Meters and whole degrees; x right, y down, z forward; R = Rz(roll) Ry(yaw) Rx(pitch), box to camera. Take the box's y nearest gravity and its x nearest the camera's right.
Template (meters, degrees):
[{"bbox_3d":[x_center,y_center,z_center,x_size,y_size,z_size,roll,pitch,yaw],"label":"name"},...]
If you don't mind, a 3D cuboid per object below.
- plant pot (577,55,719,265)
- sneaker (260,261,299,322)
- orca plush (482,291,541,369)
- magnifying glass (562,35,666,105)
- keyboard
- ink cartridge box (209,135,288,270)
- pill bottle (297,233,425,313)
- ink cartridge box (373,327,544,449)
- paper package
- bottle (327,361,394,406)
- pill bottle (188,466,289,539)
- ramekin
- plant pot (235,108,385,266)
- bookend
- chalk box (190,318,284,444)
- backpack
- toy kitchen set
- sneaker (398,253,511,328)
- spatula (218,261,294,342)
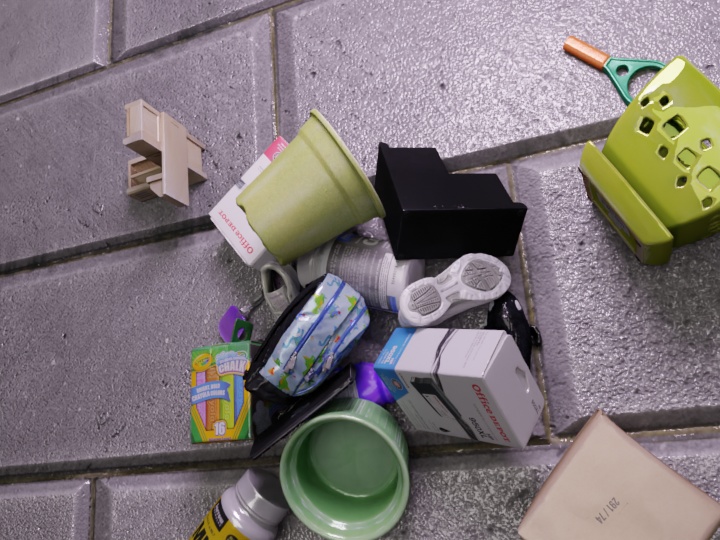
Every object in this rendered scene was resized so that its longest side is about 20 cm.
[{"bbox_3d":[0.421,-0.129,0.820,0.180,0.198,0.202,-37,68,15],"label":"plant pot"},{"bbox_3d":[-0.128,0.079,1.031,0.074,0.100,0.204,-25,78,8],"label":"sneaker"},{"bbox_3d":[0.214,0.128,0.905,0.103,0.071,0.205,12,82,23],"label":"orca plush"},{"bbox_3d":[0.415,-0.323,0.960,0.199,0.022,0.080,41,94,22],"label":"magnifying glass"},{"bbox_3d":[-0.086,0.211,0.915,0.198,0.127,0.021,-38,98,4],"label":"keyboard"},{"bbox_3d":[-0.160,-0.117,1.100,0.200,0.084,0.145,-46,66,5],"label":"ink cartridge box"},{"bbox_3d":[0.000,0.000,0.995,0.195,0.114,0.117,10,81,23],"label":"pill bottle"},{"bbox_3d":[0.137,0.161,0.842,0.197,0.146,0.085,-5,38,47],"label":"ink cartridge box"},{"bbox_3d":[0.339,0.327,0.794,0.189,0.103,0.202,37,92,24],"label":"paper package"},{"bbox_3d":[0.000,0.195,0.977,0.196,0.065,0.086,-19,72,16],"label":"bottle"},{"bbox_3d":[-0.207,0.434,0.978,0.114,0.114,0.202,38,93,24],"label":"pill bottle"},{"bbox_3d":[-0.016,0.296,0.910,0.195,0.098,0.206,2,102,11],"label":"ramekin"},{"bbox_3d":[-0.089,-0.114,0.938,0.183,0.201,0.202,-35,67,-1],"label":"plant pot"},{"bbox_3d":[0.134,-0.118,0.965,0.193,0.094,0.202,-3,41,-11],"label":"bookend"},{"bbox_3d":[-0.211,0.189,1.030,0.121,0.125,0.205,-9,73,18],"label":"chalk box"},{"bbox_3d":[-0.076,0.102,0.921,0.151,0.163,0.204,23,92,2],"label":"backpack"},{"bbox_3d":[-0.422,-0.187,1.156,0.176,0.200,0.167,-13,73,17],"label":"toy kitchen set"},{"bbox_3d":[0.139,0.036,0.924,0.196,0.100,0.079,-17,74,-16],"label":"sneaker"},{"bbox_3d":[-0.193,0.053,1.107,0.200,0.021,0.057,-46,66,1],"label":"spatula"}]
